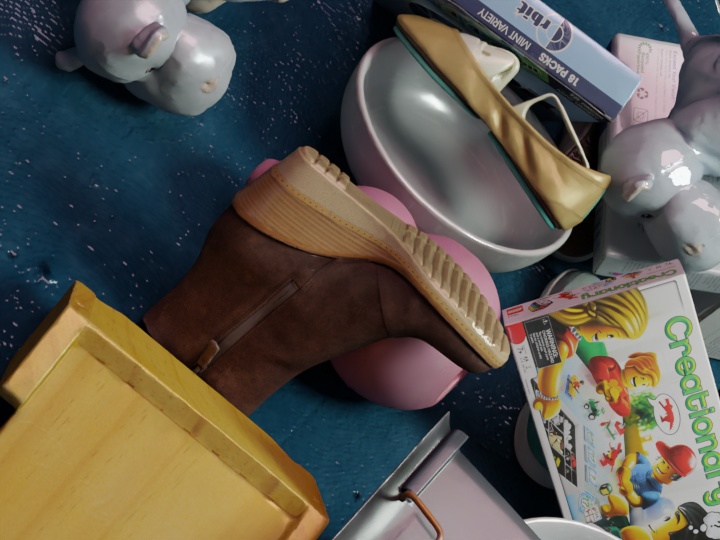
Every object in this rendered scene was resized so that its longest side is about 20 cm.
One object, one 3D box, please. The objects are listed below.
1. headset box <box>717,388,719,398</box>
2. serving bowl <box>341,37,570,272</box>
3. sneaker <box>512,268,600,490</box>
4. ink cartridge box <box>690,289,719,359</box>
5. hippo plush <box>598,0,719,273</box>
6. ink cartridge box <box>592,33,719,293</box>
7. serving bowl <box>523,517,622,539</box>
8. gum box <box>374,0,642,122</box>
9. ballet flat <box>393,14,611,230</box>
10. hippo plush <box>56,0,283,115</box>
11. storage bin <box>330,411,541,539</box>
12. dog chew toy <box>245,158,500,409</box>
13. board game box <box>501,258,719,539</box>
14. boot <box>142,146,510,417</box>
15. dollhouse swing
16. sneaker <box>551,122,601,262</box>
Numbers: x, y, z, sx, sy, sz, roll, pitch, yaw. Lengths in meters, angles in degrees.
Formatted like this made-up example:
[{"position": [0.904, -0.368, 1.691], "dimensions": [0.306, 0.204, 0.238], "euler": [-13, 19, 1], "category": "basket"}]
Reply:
[{"position": [0.326, 0.153, 1.595], "dimensions": [0.200, 0.149, 0.075], "euler": [16, 51, -30], "category": "headset box"}, {"position": [0.061, -0.075, 1.593], "dimensions": [0.200, 0.066, 0.200], "euler": [27, 40, -25], "category": "serving bowl"}, {"position": [0.175, 0.053, 1.565], "dimensions": [0.084, 0.121, 0.200], "euler": [30, 45, -18], "category": "sneaker"}, {"position": [0.326, -0.001, 1.757], "dimensions": [0.200, 0.083, 0.145], "euler": [11, 54, -34], "category": "ink cartridge box"}, {"position": [0.256, -0.090, 1.562], "dimensions": [0.161, 0.159, 0.200], "euler": [-41, 98, -12], "category": "hippo plush"}, {"position": [0.283, -0.076, 1.671], "dimensions": [0.200, 0.043, 0.197], "euler": [10, 65, -8], "category": "ink cartridge box"}, {"position": [0.131, 0.265, 1.405], "dimensions": [0.200, 0.066, 0.200], "euler": [16, 52, -21], "category": "serving bowl"}, {"position": [0.109, -0.178, 1.645], "dimensions": [0.170, 0.200, 0.045], "euler": [36, 88, -11], "category": "gum box"}, {"position": [0.106, -0.120, 1.559], "dimensions": [0.200, 0.063, 0.069], "euler": [51, 8, 3], "category": "ballet flat"}, {"position": [-0.124, -0.201, 1.472], "dimensions": [0.200, 0.159, 0.161], "euler": [38, 51, -38], "category": "hippo plush"}, {"position": [0.033, 0.203, 1.282], "dimensions": [0.134, 0.146, 0.200], "euler": [41, 59, 4], "category": "storage bin"}, {"position": [0.000, 0.000, 1.470], "dimensions": [0.200, 0.125, 0.125], "euler": [44, 42, 9], "category": "dog chew toy"}, {"position": [0.184, 0.104, 1.475], "dimensions": [0.035, 0.126, 0.200], "euler": [-92, 164, -71], "category": "board game box"}, {"position": [-0.022, 0.037, 1.386], "dimensions": [0.200, 0.166, 0.072], "euler": [42, 17, 1], "category": "boot"}, {"position": [-0.152, 0.144, 1.296], "dimensions": [0.200, 0.176, 0.182], "euler": [39, 1, -8], "category": "dollhouse swing"}, {"position": [0.191, -0.085, 1.728], "dimensions": [0.073, 0.085, 0.200], "euler": [25, 68, -3], "category": "sneaker"}]
